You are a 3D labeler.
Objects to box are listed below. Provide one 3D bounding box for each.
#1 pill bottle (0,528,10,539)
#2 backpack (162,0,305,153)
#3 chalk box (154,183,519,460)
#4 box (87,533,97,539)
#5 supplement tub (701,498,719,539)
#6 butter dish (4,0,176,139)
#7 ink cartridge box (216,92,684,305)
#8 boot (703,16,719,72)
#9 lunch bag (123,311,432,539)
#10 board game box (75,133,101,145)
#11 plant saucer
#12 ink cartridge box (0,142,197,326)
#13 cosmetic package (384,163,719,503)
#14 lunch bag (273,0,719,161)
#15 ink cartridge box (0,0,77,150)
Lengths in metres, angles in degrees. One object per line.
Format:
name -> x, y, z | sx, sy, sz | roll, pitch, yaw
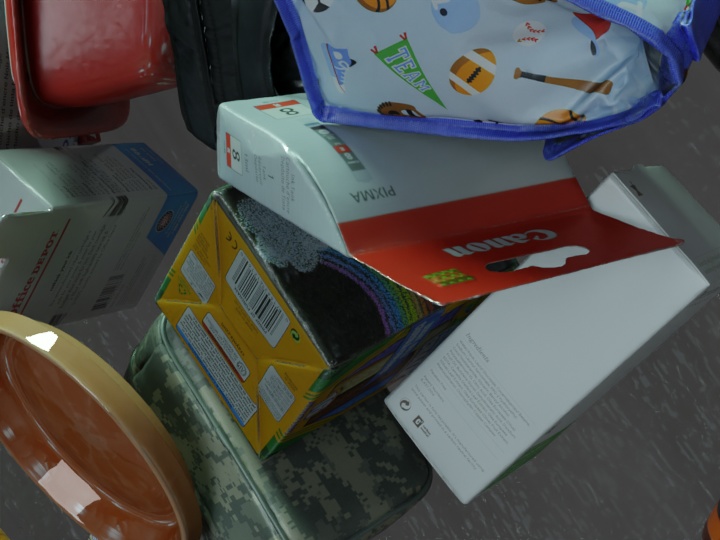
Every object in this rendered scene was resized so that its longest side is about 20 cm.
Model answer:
pill bottle -> -0.314, 0.271, 1.033 | 0.200, 0.111, 0.111 | 43, 115, 18
backpack -> -0.043, -0.164, 0.753 | 0.166, 0.126, 0.202 | 22, 122, 43
chalk box -> 0.000, 0.000, 0.777 | 0.125, 0.199, 0.124 | 54, 141, 13
box -> -0.125, 0.271, 0.950 | 0.199, 0.064, 0.070 | 37, 113, 21
supplement tub -> 0.254, 0.127, 0.685 | 0.107, 0.107, 0.201 | 33, 111, 22
butter dish -> -0.144, -0.193, 0.845 | 0.146, 0.199, 0.202 | -1, 99, 10
ink cartridge box -> 0.040, -0.050, 0.650 | 0.199, 0.161, 0.051 | 28, 123, 50
boot -> 0.122, -0.150, 0.749 | 0.174, 0.069, 0.201 | -40, 85, 34
lunch bag -> -0.071, 0.116, 0.856 | 0.201, 0.139, 0.168 | 56, 140, 12
board game box -> -0.297, -0.128, 1.023 | 0.199, 0.019, 0.104 | -14, 89, 31
plant saucer -> -0.176, 0.106, 0.814 | 0.199, 0.032, 0.201 | 29, 143, 25
ink cartridge box -> -0.216, -0.023, 0.885 | 0.067, 0.199, 0.116 | 42, 114, 19
cosmetic package -> 0.120, 0.035, 0.751 | 0.200, 0.107, 0.085 | -46, 74, 28
lunch bag -> 0.084, -0.148, 0.619 | 0.198, 0.171, 0.124 | 8, 139, 29
ink cartridge box -> -0.249, -0.160, 0.870 | 0.040, 0.200, 0.202 | 7, 96, 15
